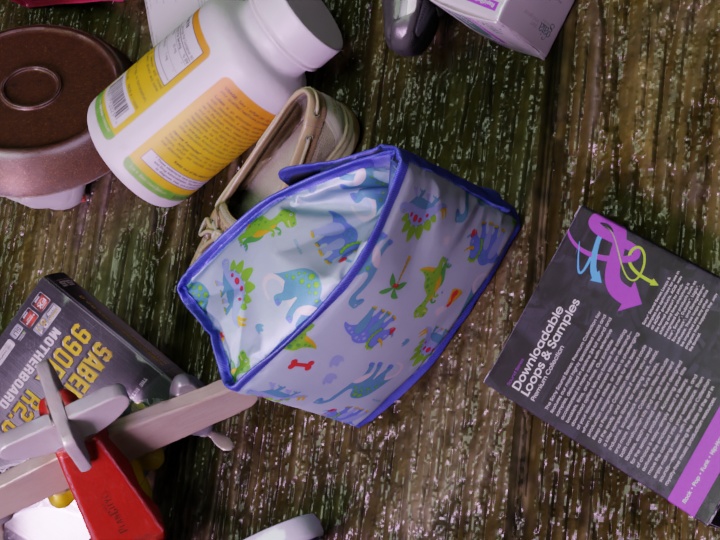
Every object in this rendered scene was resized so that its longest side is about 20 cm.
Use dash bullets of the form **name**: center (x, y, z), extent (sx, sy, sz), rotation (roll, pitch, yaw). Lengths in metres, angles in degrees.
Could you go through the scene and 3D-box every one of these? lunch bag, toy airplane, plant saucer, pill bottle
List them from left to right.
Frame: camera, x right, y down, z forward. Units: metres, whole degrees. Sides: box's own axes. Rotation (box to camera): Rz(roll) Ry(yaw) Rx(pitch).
- **plant saucer**: center (-0.281, -0.147, 1.453), extent (0.199, 0.035, 0.201), rotation (0, 51, 0)
- **toy airplane**: center (-0.199, 0.139, 1.259), extent (0.200, 0.199, 0.141), rotation (-63, 28, 22)
- **pill bottle**: center (-0.114, -0.150, 1.361), extent (0.200, 0.111, 0.111), rotation (-36, 58, 21)
- **lunch bag**: center (0.000, 0.000, 1.196), extent (0.200, 0.170, 0.128), rotation (-41, 60, 19)

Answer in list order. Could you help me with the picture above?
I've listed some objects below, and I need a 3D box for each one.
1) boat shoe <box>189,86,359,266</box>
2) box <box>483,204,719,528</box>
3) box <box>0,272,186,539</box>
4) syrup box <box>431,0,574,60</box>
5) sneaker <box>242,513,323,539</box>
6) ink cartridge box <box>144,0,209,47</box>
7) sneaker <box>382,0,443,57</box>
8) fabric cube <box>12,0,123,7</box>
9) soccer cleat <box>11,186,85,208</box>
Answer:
- **boat shoe**: center (-0.081, -0.055, 1.338), extent (0.201, 0.063, 0.073), rotation (-50, 54, 12)
- **box**: center (0.193, 0.060, 1.125), extent (0.200, 0.036, 0.143), rotation (32, 94, 36)
- **box**: center (-0.244, 0.128, 1.363), extent (0.158, 0.048, 0.200), rotation (39, 101, 6)
- **syrup box**: center (0.133, -0.266, 1.240), extent (0.081, 0.079, 0.201), rotation (30, 94, 37)
- **sneaker**: center (-0.093, 0.253, 1.256), extent (0.200, 0.073, 0.071), rotation (-41, 70, 26)
- **ink cartridge box**: center (-0.092, -0.260, 1.418), extent (0.199, 0.050, 0.110), rotation (-26, 61, 26)
- **sneaker**: center (0.012, -0.258, 1.311), extent (0.115, 0.075, 0.201), rotation (6, 68, 14)
- **fabric cube**: center (-0.301, -0.361, 1.484), extent (0.196, 0.199, 0.200), rotation (7, 80, 51)
- **soccer cleat**: center (-0.319, -0.110, 1.501), extent (0.200, 0.077, 0.070), rotation (30, 114, 37)
